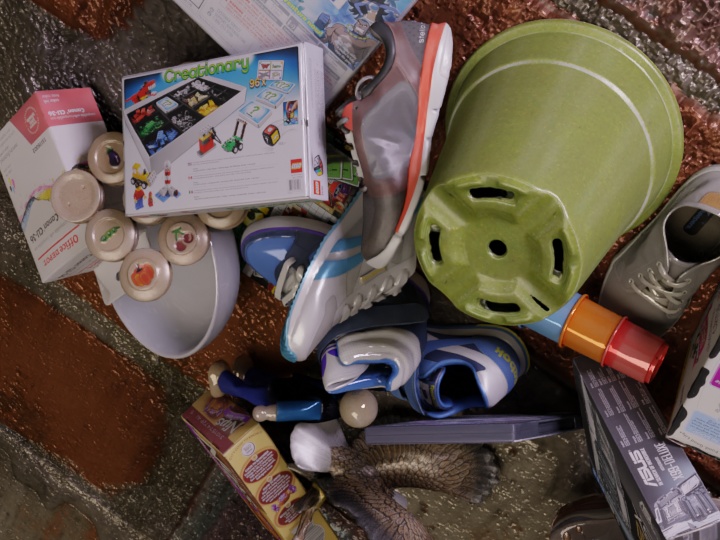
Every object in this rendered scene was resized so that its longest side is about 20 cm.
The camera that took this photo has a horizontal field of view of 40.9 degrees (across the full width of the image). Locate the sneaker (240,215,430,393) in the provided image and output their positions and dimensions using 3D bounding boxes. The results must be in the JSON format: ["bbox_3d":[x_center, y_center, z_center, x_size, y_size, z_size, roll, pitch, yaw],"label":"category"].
[{"bbox_3d":[-0.033,0.038,0.890,0.198,0.147,0.081,21,133,-3],"label":"sneaker"}]

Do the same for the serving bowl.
[{"bbox_3d":[-0.187,-0.015,0.990,0.199,0.066,0.202,15,112,40],"label":"serving bowl"}]

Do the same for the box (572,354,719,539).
[{"bbox_3d":[0.244,0.187,0.819,0.049,0.201,0.159,-18,129,1],"label":"box"}]

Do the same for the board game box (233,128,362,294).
[{"bbox_3d":[-0.068,-0.059,0.946,0.104,0.023,0.201,36,131,5],"label":"board game box"}]

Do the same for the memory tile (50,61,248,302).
[{"bbox_3d":[-0.178,-0.083,0.897,0.200,0.017,0.154,-42,83,4],"label":"memory tile"}]

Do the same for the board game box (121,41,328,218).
[{"bbox_3d":[-0.121,-0.115,0.829,0.198,0.035,0.128,-3,88,30],"label":"board game box"}]

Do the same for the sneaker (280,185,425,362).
[{"bbox_3d":[0.000,0.000,0.838,0.080,0.201,0.077,34,159,1],"label":"sneaker"}]

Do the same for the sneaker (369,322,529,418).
[{"bbox_3d":[0.061,0.097,0.944,0.198,0.082,0.074,-6,120,34],"label":"sneaker"}]

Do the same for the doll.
[{"bbox_3d":[-0.068,0.132,1.014,0.199,0.136,0.049,9,100,34],"label":"doll"}]

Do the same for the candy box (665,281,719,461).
[{"bbox_3d":[0.303,0.030,0.732,0.061,0.137,0.201,22,129,14],"label":"candy box"}]

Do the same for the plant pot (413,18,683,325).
[{"bbox_3d":[0.128,-0.059,0.730,0.198,0.190,0.202,14,128,18],"label":"plant pot"}]

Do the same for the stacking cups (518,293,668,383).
[{"bbox_3d":[0.168,0.031,0.837,0.199,0.060,0.061,26,131,21],"label":"stacking cups"}]

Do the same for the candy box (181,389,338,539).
[{"bbox_3d":[-0.113,0.235,1.097,0.116,0.056,0.201,25,151,54],"label":"candy box"}]

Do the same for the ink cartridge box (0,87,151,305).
[{"bbox_3d":[-0.290,-0.067,0.977,0.116,0.067,0.202,-29,82,42],"label":"ink cartridge box"}]

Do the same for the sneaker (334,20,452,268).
[{"bbox_3d":[0.016,-0.104,0.778,0.081,0.077,0.202,12,100,-2],"label":"sneaker"}]

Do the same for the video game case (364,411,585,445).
[{"bbox_3d":[0.114,0.144,0.888,0.142,0.199,0.019,-7,83,31],"label":"video game case"}]

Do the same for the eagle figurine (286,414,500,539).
[{"bbox_3d":[0.029,0.229,1.015,0.199,0.150,0.153,0,90,39],"label":"eagle figurine"}]

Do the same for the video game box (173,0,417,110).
[{"bbox_3d":[-0.061,-0.248,0.796,0.200,0.047,0.182,43,133,-5],"label":"video game box"}]

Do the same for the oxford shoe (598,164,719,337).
[{"bbox_3d":[0.250,0.001,0.794,0.075,0.058,0.201,28,133,3],"label":"oxford shoe"}]

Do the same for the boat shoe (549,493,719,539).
[{"bbox_3d":[0.281,0.242,0.935,0.198,0.072,0.077,-3,106,8],"label":"boat shoe"}]
